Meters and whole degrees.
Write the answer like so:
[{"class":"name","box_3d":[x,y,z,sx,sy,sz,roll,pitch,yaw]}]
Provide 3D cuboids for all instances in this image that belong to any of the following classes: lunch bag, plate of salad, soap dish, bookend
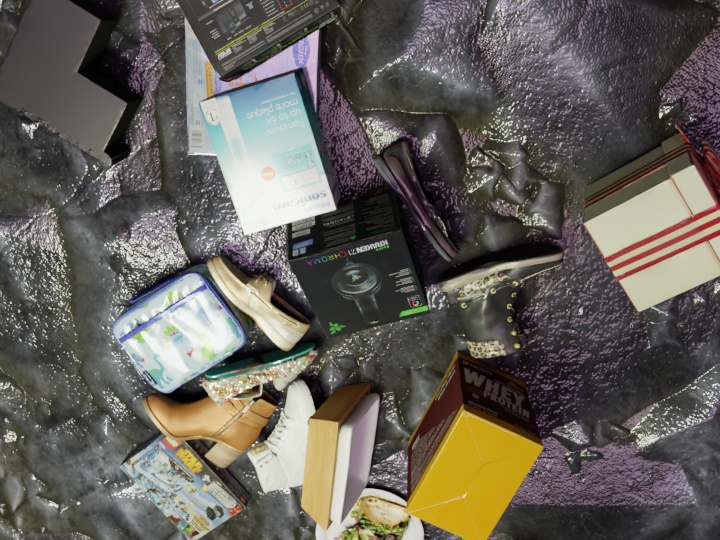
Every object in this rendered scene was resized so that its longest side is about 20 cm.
[{"class":"lunch bag","box_3d":[-0.294,0.093,1.232,0.199,0.083,0.161,-29,101,12]},{"class":"plate of salad","box_3d":[0.016,0.488,1.358,0.198,0.048,0.202,1,109,3]},{"class":"soap dish","box_3d":[-0.035,0.302,1.249,0.081,0.157,0.202,12,110,17]},{"class":"bookend","box_3d":[-0.401,-0.296,1.103,0.198,0.092,0.201,30,107,-8]}]

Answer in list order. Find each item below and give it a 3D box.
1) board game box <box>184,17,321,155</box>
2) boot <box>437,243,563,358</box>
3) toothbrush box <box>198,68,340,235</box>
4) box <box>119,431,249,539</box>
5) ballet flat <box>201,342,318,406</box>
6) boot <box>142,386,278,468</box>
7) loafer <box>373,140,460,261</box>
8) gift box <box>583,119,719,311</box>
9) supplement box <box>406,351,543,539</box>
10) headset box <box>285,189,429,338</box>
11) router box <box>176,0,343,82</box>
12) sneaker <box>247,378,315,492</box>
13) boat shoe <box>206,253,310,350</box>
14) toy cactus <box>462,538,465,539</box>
[{"class":"board game box","box_3d":[-0.159,-0.269,1.120,0.198,0.041,0.202,5,109,3]},{"class":"boot","box_3d":[0.236,0.049,1.181,0.198,0.073,0.152,-17,105,14]},{"class":"toothbrush box","box_3d":[-0.127,-0.171,1.085,0.145,0.085,0.202,-14,109,9]},{"class":"box","box_3d":[-0.315,0.380,1.350,0.136,0.040,0.200,-35,103,15]},{"class":"ballet flat","box_3d":[-0.161,0.173,1.242,0.198,0.076,0.064,-15,105,-5]},{"class":"boot","box_3d":[-0.254,0.229,1.280,0.200,0.074,0.155,37,103,-19]},{"class":"loafer","box_3d":[0.099,-0.106,1.144,0.063,0.072,0.201,-36,100,10]},{"class":"gift box","box_3d":[0.437,-0.087,1.070,0.186,0.200,0.185,-29,109,29]},{"class":"supplement box","box_3d":[0.174,0.276,1.195,0.132,0.200,0.198,24,109,-4]},{"class":"headset box","box_3d":[0.000,0.000,1.139,0.173,0.093,0.201,-14,135,8]},{"class":"router box","box_3d":[-0.145,-0.377,1.036,0.199,0.062,0.151,-28,95,5]},{"class":"sneaker","box_3d":[-0.135,0.287,1.269,0.115,0.074,0.202,-9,111,-22]},{"class":"boat shoe","box_3d":[-0.161,0.039,1.212,0.069,0.074,0.200,-40,109,10]},{"class":"toy cactus","box_3d":[0.235,0.533,1.347,0.199,0.103,0.165,37,126,-11]}]
